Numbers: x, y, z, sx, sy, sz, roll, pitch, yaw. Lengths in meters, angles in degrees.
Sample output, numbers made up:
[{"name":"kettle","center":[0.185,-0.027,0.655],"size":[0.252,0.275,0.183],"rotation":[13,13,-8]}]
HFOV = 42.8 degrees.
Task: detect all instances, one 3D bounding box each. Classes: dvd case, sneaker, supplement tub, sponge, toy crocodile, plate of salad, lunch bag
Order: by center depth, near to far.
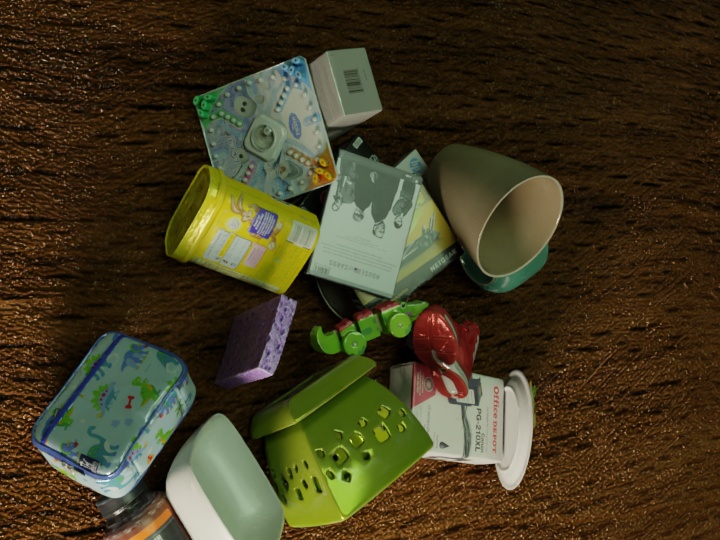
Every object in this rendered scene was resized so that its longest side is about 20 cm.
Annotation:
[{"name":"lunch bag","center":[-0.333,0.189,1.236],"size":[0.158,0.083,0.201],"rotation":[21,58,21]},{"name":"supplement tub","center":[-0.278,0.379,1.250],"size":[0.106,0.106,0.202],"rotation":[-35,98,-33]},{"name":"sponge","center":[-0.156,0.107,1.338],"size":[0.029,0.199,0.114],"rotation":[24,68,-21]},{"name":"toy crocodile","center":[0.015,0.084,1.432],"size":[0.197,0.067,0.063],"rotation":[-22,101,-15]},{"name":"dvd case","center":[0.006,-0.072,1.450],"size":[0.147,0.025,0.204],"rotation":[17,85,-16]},{"name":"sneaker","center":[0.141,0.103,1.488],"size":[0.202,0.077,0.117],"rotation":[74,28,-42]},{"name":"plate of salad","center":[0.270,0.274,1.579],"size":[0.047,0.200,0.205],"rotation":[6,74,-9]}]

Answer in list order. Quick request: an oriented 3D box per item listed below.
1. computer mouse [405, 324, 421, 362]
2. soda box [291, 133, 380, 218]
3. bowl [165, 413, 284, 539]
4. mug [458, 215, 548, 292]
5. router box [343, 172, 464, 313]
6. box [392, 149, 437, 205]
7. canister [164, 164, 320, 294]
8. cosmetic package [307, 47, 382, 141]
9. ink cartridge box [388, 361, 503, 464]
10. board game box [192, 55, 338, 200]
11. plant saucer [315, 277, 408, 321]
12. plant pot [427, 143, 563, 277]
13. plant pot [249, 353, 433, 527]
[{"name":"computer mouse","center":[0.077,0.099,1.563],"size":[0.199,0.034,0.059],"rotation":[42,81,-18]},{"name":"soda box","center":[-0.051,-0.135,1.538],"size":[0.063,0.070,0.201],"rotation":[46,59,-16]},{"name":"bowl","center":[-0.197,0.321,1.295],"size":[0.202,0.074,0.200],"rotation":[59,13,-8]},{"name":"mug","center":[0.236,-0.042,1.673],"size":[0.114,0.183,0.155],"rotation":[-32,123,-32]},{"name":"router box","center":[0.050,-0.038,1.504],"size":[0.199,0.052,0.159],"rotation":[-37,101,-14]},{"name":"box","center":[0.071,-0.089,1.590],"size":[0.200,0.041,0.157],"rotation":[-43,104,-33]},{"name":"canister","center":[-0.177,-0.056,1.397],"size":[0.197,0.149,0.087],"rotation":[22,27,-30]},{"name":"cosmetic package","center":[-0.064,-0.270,1.484],"size":[0.084,0.199,0.110],"rotation":[-15,88,-36]},{"name":"ink cartridge box","center":[0.147,0.247,1.571],"size":[0.197,0.084,0.148],"rotation":[13,72,-30]},{"name":"board game box","center":[-0.152,-0.207,1.432],"size":[0.026,0.196,0.204],"rotation":[-7,81,-75]},{"name":"plant saucer","center":[0.000,0.000,1.565],"size":[0.197,0.032,0.205],"rotation":[9,73,-32]},{"name":"plant pot","center":[0.206,-0.125,1.538],"size":[0.184,0.190,0.200],"rotation":[-11,41,-34]},{"name":"plant pot","center":[-0.042,0.250,1.385],"size":[0.198,0.198,0.184],"rotation":[-30,89,-33]}]
